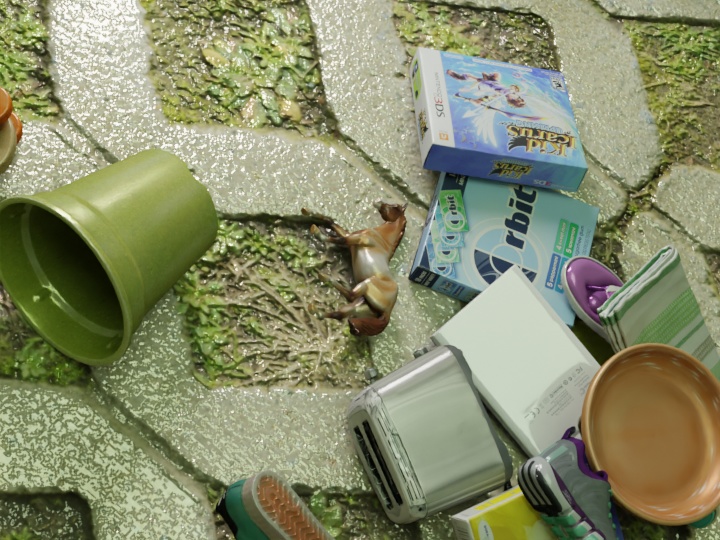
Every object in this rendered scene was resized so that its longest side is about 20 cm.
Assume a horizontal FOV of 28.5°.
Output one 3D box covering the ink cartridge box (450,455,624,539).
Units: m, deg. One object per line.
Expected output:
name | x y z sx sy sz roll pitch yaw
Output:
ink cartridge box | 0.211 0.317 1.515 0.199 0.047 0.198 -21 98 -22

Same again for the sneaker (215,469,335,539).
sneaker | -0.074 0.299 1.469 0.200 0.080 0.071 57 40 -8

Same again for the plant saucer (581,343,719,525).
plant saucer | 0.325 0.181 1.559 0.199 0.037 0.201 7 72 -21

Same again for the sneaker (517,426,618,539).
sneaker | 0.247 0.262 1.471 0.087 0.074 0.200 -38 105 -27

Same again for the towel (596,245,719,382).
towel | 0.362 0.091 1.657 0.149 0.031 0.200 -38 110 -30

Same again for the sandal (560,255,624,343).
sandal | 0.319 0.056 1.675 0.203 0.050 0.083 47 53 -10

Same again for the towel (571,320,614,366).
towel | 0.285 0.157 1.666 0.086 0.018 0.201 12 63 -12

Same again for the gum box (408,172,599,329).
gum box | 0.175 -0.033 1.702 0.199 0.045 0.170 21 62 -6

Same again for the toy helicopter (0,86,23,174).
toy helicopter | -0.477 -0.148 1.551 0.199 0.079 0.133 16 71 2

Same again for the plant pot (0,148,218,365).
plant pot | -0.256 -0.031 1.502 0.200 0.200 0.184 45 50 6

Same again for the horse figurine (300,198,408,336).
horse figurine | 0.000 0.000 1.624 0.132 0.050 0.201 14 53 -30

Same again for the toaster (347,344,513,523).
toaster | 0.073 0.188 1.534 0.129 0.114 0.201 -21 82 -20

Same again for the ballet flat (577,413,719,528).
ballet flat | 0.328 0.215 1.614 0.200 0.069 0.070 42 61 -7

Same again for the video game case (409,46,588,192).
video game case | 0.167 -0.187 1.740 0.199 0.046 0.182 8 47 -14

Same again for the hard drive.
hard drive | 0.192 0.111 1.623 0.132 0.025 0.200 -39 89 -15
